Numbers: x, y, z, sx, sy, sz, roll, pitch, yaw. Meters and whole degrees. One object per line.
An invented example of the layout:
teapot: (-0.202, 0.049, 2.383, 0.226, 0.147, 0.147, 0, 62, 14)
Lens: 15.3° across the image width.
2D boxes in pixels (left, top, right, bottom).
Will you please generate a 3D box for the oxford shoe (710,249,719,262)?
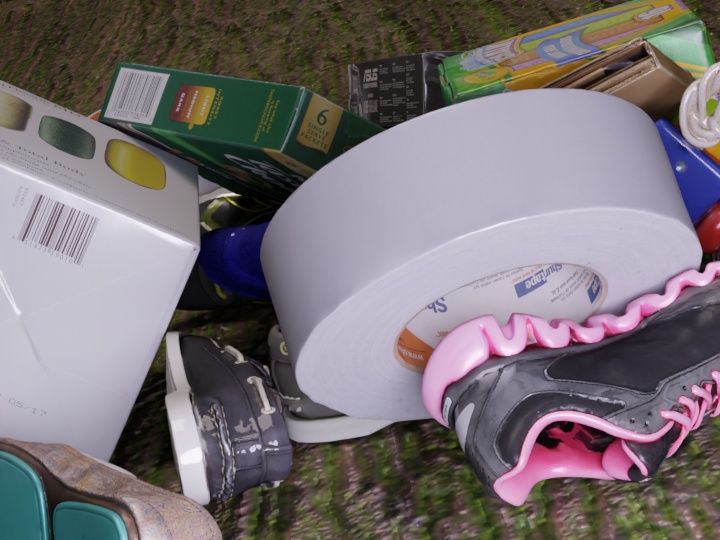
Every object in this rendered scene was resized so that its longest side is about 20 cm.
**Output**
oxford shoe: (0.276, -0.025, 1.382, 0.199, 0.071, 0.073, -17, 31, 28)

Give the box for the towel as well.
towel: (0.000, 0.000, 1.500, 0.147, 0.050, 0.200, 2, -2, -17)

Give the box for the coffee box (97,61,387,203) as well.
coffee box: (-0.054, -0.074, 1.569, 0.123, 0.044, 0.199, 27, -9, -38)

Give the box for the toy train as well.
toy train: (0.173, -0.062, 1.402, 0.200, 0.085, 0.116, -51, -3, 29)

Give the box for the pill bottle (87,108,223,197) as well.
pill bottle: (-0.122, -0.054, 1.818, 0.112, 0.113, 0.200, -24, 16, -24)

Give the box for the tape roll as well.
tape roll: (0.057, -0.004, 1.260, 0.199, 0.066, 0.201, -15, -26, -7)

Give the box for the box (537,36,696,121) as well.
box: (0.098, -0.068, 1.431, 0.163, 0.021, 0.200, -28, -8, 12)

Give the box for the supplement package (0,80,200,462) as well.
supplement package: (-0.186, 0.000, 1.512, 0.151, 0.151, 0.200, 23, 12, -9)

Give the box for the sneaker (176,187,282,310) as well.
sneaker: (-0.051, -0.013, 1.663, 0.199, 0.075, 0.085, -13, 16, 17)

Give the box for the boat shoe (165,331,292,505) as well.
boat shoe: (-0.069, 0.072, 1.382, 0.060, 0.074, 0.200, -9, 8, -4)

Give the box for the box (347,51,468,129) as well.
box: (0.089, -0.119, 1.797, 0.157, 0.050, 0.200, -1, 2, -13)

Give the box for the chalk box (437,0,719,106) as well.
chalk box: (0.116, -0.073, 1.596, 0.199, 0.125, 0.124, -18, 15, 2)

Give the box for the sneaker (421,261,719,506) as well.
sneaker: (0.133, 0.059, 1.237, 0.199, 0.079, 0.096, -14, 44, -10)

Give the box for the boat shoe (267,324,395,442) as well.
boat shoe: (0.047, 0.040, 1.387, 0.201, 0.061, 0.072, -12, 15, 19)

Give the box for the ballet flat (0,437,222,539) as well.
ballet flat: (-0.129, 0.123, 1.312, 0.067, 0.069, 0.200, -6, 13, -32)
